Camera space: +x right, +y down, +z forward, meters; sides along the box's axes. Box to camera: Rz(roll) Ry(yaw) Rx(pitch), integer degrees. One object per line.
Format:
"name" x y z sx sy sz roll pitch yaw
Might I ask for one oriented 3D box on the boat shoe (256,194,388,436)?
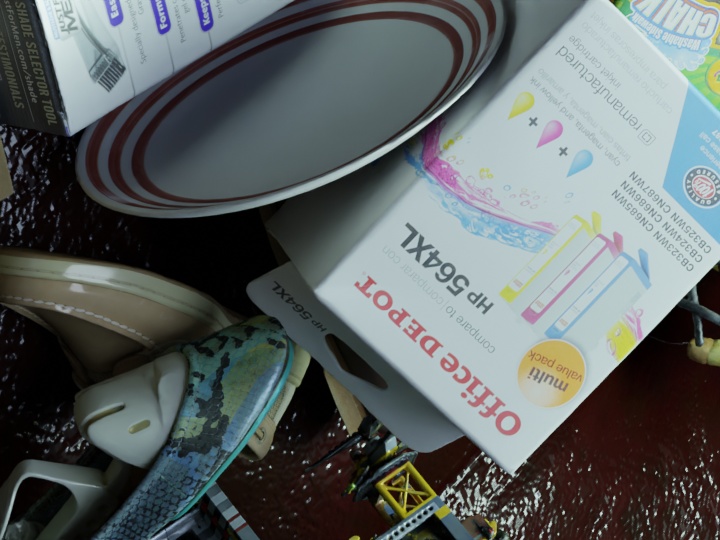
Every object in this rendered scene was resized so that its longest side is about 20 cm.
"boat shoe" 0.000 0.000 1.373 0.200 0.070 0.071 66 11 -45

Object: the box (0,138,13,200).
"box" -0.236 -0.064 1.158 0.200 0.021 0.164 -33 121 -39

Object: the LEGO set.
"LEGO set" -0.042 0.145 1.359 0.200 0.116 0.154 -35 164 -16

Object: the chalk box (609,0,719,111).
"chalk box" 0.151 -0.160 1.453 0.124 0.124 0.200 22 105 -40

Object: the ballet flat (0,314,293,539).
"ballet flat" -0.111 0.090 1.248 0.074 0.074 0.200 24 109 -47

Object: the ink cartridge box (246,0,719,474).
"ink cartridge box" 0.061 -0.018 1.257 0.129 0.125 0.200 42 92 -17

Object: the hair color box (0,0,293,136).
"hair color box" -0.091 -0.152 1.267 0.200 0.065 0.110 -36 124 -39

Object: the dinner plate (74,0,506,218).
"dinner plate" -0.028 -0.073 1.249 0.200 0.200 0.024 -44 123 -32

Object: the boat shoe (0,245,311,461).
"boat shoe" -0.095 0.039 1.298 0.200 0.071 0.065 26 79 -48

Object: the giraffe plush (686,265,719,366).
"giraffe plush" 0.261 -0.038 1.625 0.162 0.172 0.201 -34 113 -63

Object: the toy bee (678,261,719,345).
"toy bee" 0.076 -0.023 1.385 0.131 0.109 0.200 -12 67 -49
